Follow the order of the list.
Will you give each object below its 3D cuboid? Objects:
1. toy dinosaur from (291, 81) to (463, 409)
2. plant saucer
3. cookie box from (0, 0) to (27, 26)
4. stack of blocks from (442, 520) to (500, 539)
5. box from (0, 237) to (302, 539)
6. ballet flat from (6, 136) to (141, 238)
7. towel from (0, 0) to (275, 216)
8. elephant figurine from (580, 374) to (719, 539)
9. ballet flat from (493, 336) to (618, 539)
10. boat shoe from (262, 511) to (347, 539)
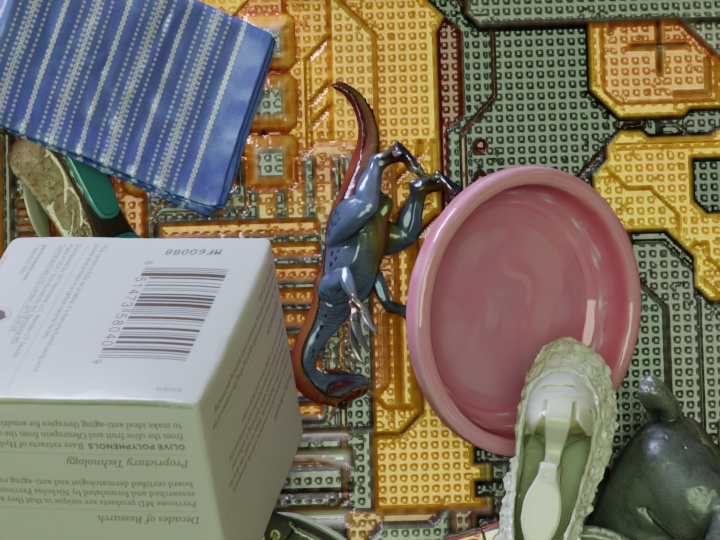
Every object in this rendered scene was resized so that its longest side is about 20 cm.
[{"bbox_3d":[0.000,0.000,1.697,0.182,0.105,0.200,-49,46,12],"label":"toy dinosaur"},{"bbox_3d":[0.107,0.028,1.647,0.199,0.051,0.202,-3,95,-34],"label":"plant saucer"},{"bbox_3d":[-0.328,-0.259,1.704,0.170,0.075,0.202,-7,87,0],"label":"cookie box"},{"bbox_3d":[0.110,0.277,1.637,0.058,0.115,0.202,-15,86,1],"label":"stack of blocks"},{"bbox_3d":[-0.161,0.099,1.573,0.198,0.199,0.172,0,123,14],"label":"box"},{"bbox_3d":[-0.194,-0.018,1.699,0.065,0.070,0.201,-30,82,26],"label":"ballet flat"},{"bbox_3d":[-0.166,-0.140,1.678,0.199,0.024,0.146,22,79,-20],"label":"towel"},{"bbox_3d":[0.183,0.205,1.641,0.199,0.141,0.156,-36,56,14],"label":"elephant figurine"},{"bbox_3d":[0.131,0.129,1.569,0.071,0.072,0.201,11,66,2],"label":"ballet flat"},{"bbox_3d":[-0.089,0.197,1.674,0.200,0.060,0.073,19,87,3],"label":"boat shoe"}]
